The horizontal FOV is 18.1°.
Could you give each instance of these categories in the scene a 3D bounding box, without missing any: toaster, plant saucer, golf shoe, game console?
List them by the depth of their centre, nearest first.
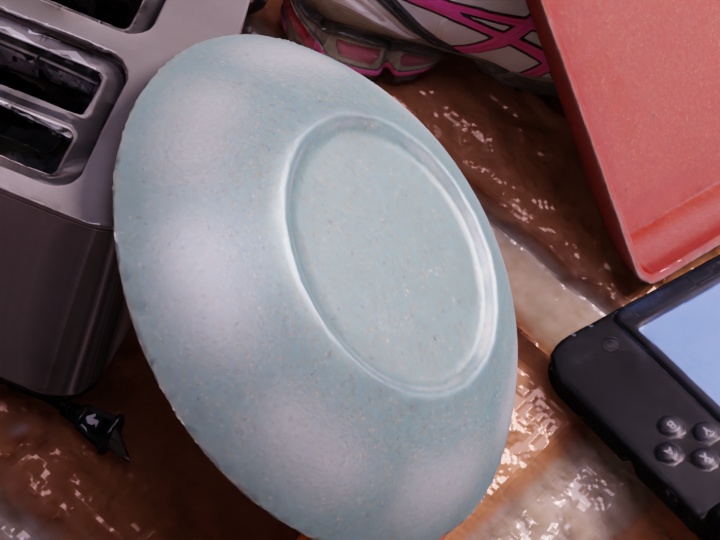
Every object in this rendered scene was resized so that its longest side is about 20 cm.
[{"bbox_3d":[0.000,0.000,0.812,0.201,0.039,0.201,26,52,-38],"label":"plant saucer"},{"bbox_3d":[-0.141,-0.060,0.861,0.200,0.119,0.181,22,49,-2],"label":"toaster"},{"bbox_3d":[0.203,0.018,0.893,0.200,0.117,0.176,-26,53,-26],"label":"game console"},{"bbox_3d":[0.069,-0.130,1.014,0.200,0.092,0.073,-1,51,-23],"label":"golf shoe"},{"bbox_3d":[0.148,-0.120,1.015,0.200,0.037,0.200,-28,103,-35],"label":"plant saucer"}]

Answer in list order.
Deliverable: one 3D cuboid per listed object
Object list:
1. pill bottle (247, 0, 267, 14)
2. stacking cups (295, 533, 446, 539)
[{"bbox_3d":[-0.128,-0.184,0.970,0.200,0.112,0.112,11,50,-11],"label":"pill bottle"},{"bbox_3d":[-0.022,0.134,0.790,0.060,0.061,0.200,37,48,11],"label":"stacking cups"}]
